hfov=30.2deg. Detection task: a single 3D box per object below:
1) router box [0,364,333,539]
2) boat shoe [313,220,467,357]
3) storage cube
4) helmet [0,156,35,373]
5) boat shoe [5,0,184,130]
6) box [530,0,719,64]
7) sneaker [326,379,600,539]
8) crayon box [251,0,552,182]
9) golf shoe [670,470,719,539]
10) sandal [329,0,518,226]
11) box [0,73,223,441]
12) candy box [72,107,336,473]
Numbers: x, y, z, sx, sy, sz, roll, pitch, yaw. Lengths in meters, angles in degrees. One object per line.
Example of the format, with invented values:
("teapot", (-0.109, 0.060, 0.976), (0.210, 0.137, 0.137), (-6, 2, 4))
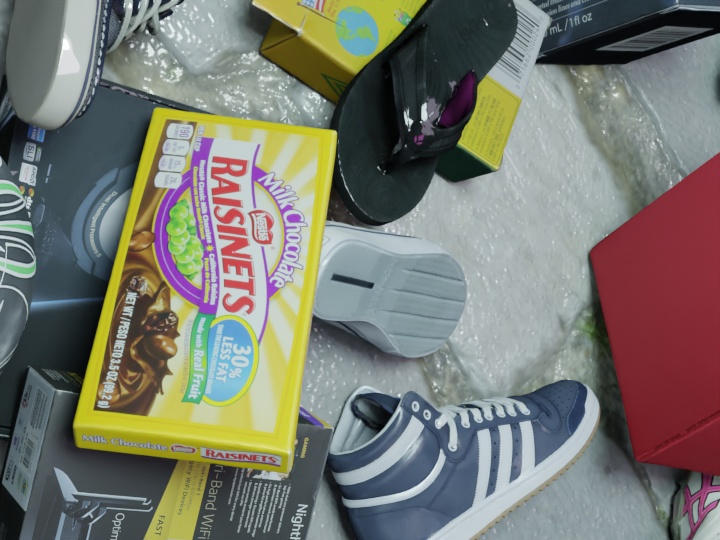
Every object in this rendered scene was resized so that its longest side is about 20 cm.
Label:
("router box", (-0.114, 0.159, 0.692), (0.157, 0.052, 0.200), (13, 94, -31))
("boat shoe", (0.000, 0.000, 0.795), (0.074, 0.067, 0.200), (-62, 151, 0))
("storage cube", (0.288, 0.031, 0.902), (0.171, 0.180, 0.200), (17, 50, -31))
("helmet", (-0.241, -0.002, 0.581), (0.190, 0.200, 0.200), (-10, 89, -5))
("boat shoe", (-0.130, -0.148, 0.711), (0.093, 0.075, 0.200), (20, 50, -33))
("box", (0.187, -0.256, 0.919), (0.107, 0.148, 0.200), (-5, 86, -34))
("sneaker", (0.065, 0.098, 0.840), (0.200, 0.070, 0.109), (-34, 105, -29))
("crayon box", (0.021, -0.161, 0.855), (0.200, 0.051, 0.127), (32, 67, -27))
("golf shoe", (0.261, 0.197, 0.945), (0.073, 0.092, 0.200), (44, 62, -20))
("sandal", (0.043, -0.114, 0.798), (0.075, 0.048, 0.201), (41, 60, -20))
("box", (-0.133, 0.002, 0.737), (0.160, 0.044, 0.200), (16, 75, -31))
("candy box", (-0.072, 0.003, 0.667), (0.102, 0.026, 0.200), (8, 53, -3))
